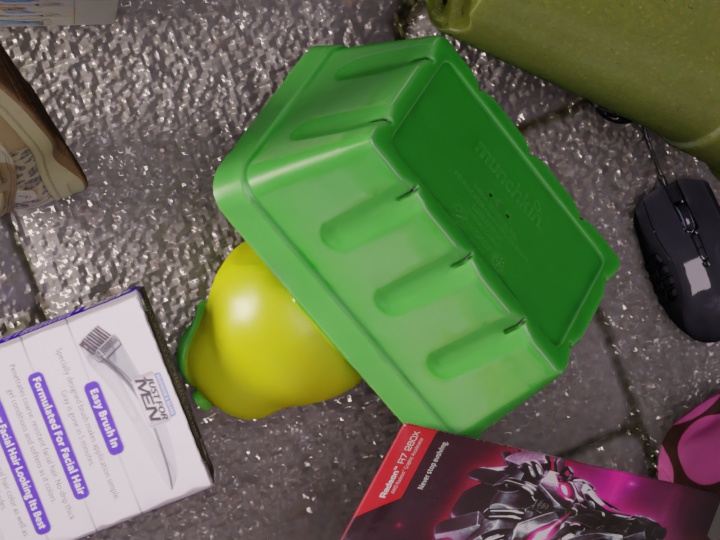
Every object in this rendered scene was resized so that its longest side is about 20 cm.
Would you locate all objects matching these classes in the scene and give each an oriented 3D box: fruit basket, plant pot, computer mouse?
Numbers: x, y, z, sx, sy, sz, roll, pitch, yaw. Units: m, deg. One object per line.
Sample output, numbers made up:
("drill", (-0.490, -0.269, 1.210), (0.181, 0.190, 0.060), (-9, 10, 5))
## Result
("fruit basket", (0.000, 0.000, 1.055), (0.215, 0.216, 0.156), (40, 49, -7))
("plant pot", (0.139, -0.155, 1.011), (0.189, 0.200, 0.201), (13, 89, -20))
("computer mouse", (0.170, -0.056, 1.119), (0.058, 0.034, 0.201), (-21, 93, -7))

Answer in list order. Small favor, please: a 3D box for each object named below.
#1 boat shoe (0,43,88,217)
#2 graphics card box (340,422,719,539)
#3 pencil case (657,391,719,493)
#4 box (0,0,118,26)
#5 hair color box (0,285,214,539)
("boat shoe", (-0.187, -0.070, 0.986), (0.063, 0.200, 0.073), (-31, 69, -3))
("graphics card box", (0.088, 0.149, 0.962), (0.199, 0.051, 0.126), (13, 45, 22))
("pencil case", (0.220, 0.143, 1.051), (0.094, 0.200, 0.091), (-31, 120, 5))
("box", (-0.168, -0.185, 0.981), (0.101, 0.200, 0.113), (-2, 91, -8))
("hair color box", (-0.186, 0.094, 1.048), (0.199, 0.065, 0.110), (-21, 94, -2))
